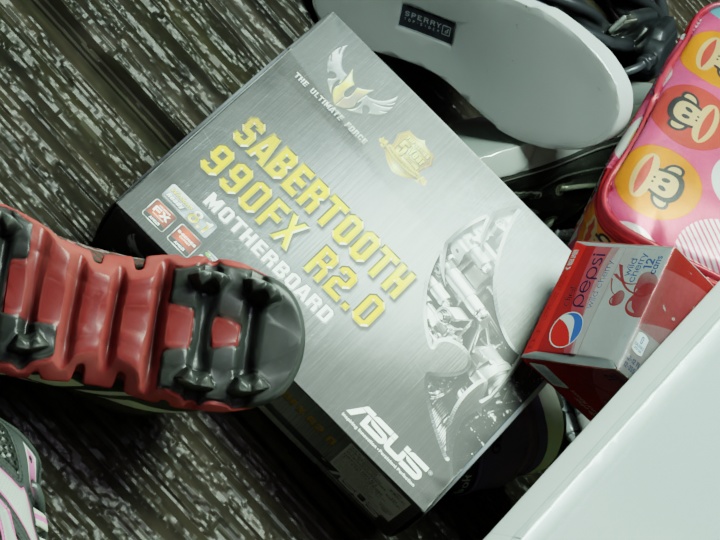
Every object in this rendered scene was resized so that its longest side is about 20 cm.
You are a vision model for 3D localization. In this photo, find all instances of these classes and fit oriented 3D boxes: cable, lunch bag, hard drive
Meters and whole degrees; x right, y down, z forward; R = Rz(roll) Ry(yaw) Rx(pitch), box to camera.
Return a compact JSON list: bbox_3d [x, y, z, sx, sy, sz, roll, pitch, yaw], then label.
[{"bbox_3d":[0.121,-0.174,1.396,0.163,0.051,0.200,35,23,3],"label":"cable"},{"bbox_3d":[0.217,-0.033,1.200,0.176,0.082,0.200,28,53,6],"label":"lunch bag"},{"bbox_3d":[0.135,0.115,1.017,0.200,0.027,0.132,-43,120,-33],"label":"hard drive"}]

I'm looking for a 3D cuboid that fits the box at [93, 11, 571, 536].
[{"bbox_3d":[0.000,0.000,1.087,0.200,0.048,0.158,46,61,1],"label":"box"}]

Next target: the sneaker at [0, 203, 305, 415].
[{"bbox_3d":[-0.127,0.019,0.987,0.200,0.098,0.071,13,78,-10],"label":"sneaker"}]

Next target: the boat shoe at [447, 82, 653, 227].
[{"bbox_3d":[0.101,-0.054,1.274,0.200,0.071,0.064,-16,110,-36],"label":"boat shoe"}]

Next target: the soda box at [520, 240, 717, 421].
[{"bbox_3d":[0.166,0.067,1.104,0.200,0.063,0.070,42,66,-36],"label":"soda box"}]

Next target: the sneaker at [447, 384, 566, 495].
[{"bbox_3d":[0.026,0.015,1.147,0.087,0.076,0.200,-14,71,-43],"label":"sneaker"}]

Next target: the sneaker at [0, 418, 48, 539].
[{"bbox_3d":[-0.148,0.101,0.895,0.086,0.080,0.200,-21,78,-52],"label":"sneaker"}]

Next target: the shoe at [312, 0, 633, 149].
[{"bbox_3d":[0.076,-0.129,1.254,0.200,0.072,0.091,27,26,27],"label":"shoe"}]

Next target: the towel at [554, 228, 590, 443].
[{"bbox_3d":[0.185,0.070,1.254,0.165,0.086,0.200,-1,63,-45],"label":"towel"}]
